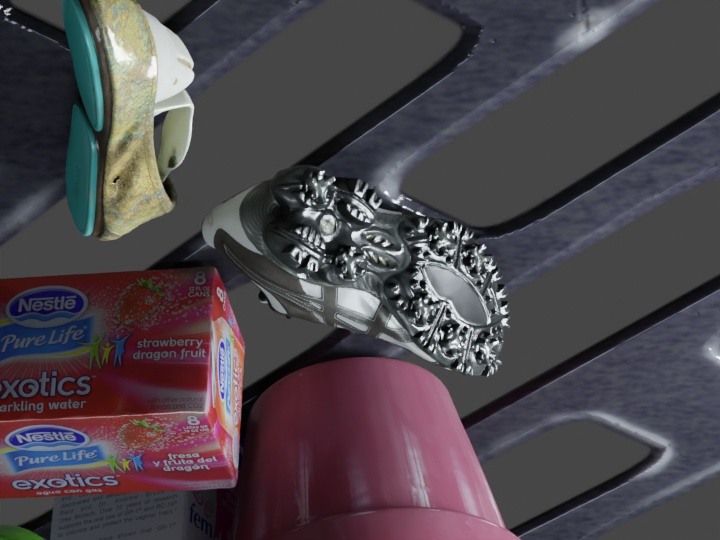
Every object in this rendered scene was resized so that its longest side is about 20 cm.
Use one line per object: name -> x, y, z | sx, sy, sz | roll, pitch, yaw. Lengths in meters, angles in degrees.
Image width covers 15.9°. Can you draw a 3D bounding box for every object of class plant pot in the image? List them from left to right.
plant pot -> 0.003, 0.159, 1.533 | 0.200, 0.179, 0.200 | -5, 145, -4

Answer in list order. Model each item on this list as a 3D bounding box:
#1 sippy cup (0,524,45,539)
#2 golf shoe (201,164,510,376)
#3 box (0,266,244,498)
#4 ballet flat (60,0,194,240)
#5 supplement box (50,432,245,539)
sippy cup -> -0.256, 0.270, 1.750 | 0.130, 0.178, 0.140 | 16, 157, 25
golf shoe -> 0.000, 0.000, 1.414 | 0.094, 0.078, 0.200 | -6, 149, 45
box -> -0.173, 0.066, 1.485 | 0.200, 0.100, 0.096 | -3, 147, 8
ballet flat -> -0.115, -0.086, 1.286 | 0.071, 0.071, 0.200 | 4, 147, -3
supplement box -> -0.127, 0.189, 1.585 | 0.103, 0.200, 0.101 | -15, 145, 23
